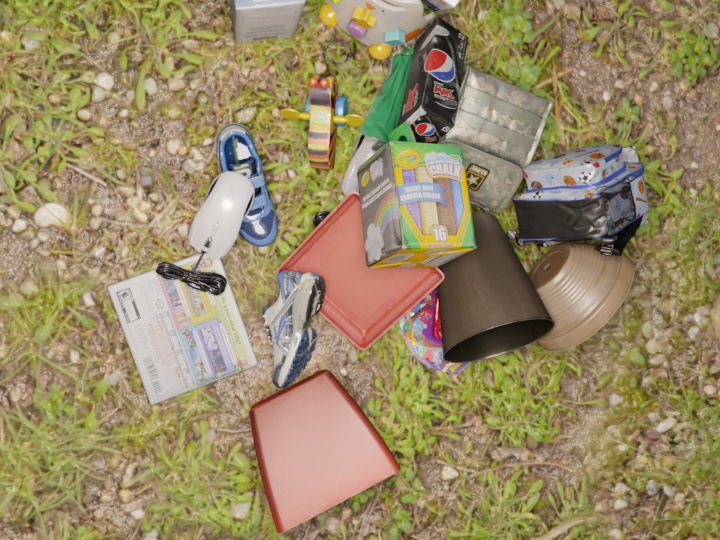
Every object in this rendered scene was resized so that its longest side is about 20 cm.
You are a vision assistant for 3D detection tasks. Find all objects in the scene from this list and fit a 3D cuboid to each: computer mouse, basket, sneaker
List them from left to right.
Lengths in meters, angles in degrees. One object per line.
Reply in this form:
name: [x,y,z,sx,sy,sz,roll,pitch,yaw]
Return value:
computer mouse: [-0.227,-0.057,1.192,0.109,0.044,0.201,25,107,-9]
sneaker: [-0.181,-0.133,1.225,0.073,0.082,0.202,-19,98,-10]
sneaker: [-0.117,0.090,1.257,0.085,0.077,0.202,20,105,20]
computer mouse: [0.007,-0.147,1.267,0.109,0.044,0.202,21,89,-10]
basket: [0.190,0.022,1.238,0.179,0.136,0.202,-22,63,17]

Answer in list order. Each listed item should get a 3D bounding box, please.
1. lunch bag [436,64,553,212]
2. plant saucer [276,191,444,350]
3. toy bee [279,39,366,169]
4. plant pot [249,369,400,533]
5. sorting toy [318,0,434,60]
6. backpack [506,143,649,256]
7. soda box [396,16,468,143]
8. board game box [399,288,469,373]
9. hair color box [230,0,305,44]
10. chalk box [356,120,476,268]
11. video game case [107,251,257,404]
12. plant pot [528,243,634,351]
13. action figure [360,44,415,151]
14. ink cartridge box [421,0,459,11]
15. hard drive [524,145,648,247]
lunch bag: [0.193,-0.207,1.269,0.163,0.118,0.202,19,96,-13]
plant saucer: [0.000,0.000,1.249,0.200,0.037,0.200,42,115,-9]
toy bee: [-0.065,-0.261,1.222,0.130,0.109,0.202,-15,92,10]
plant pot: [-0.073,0.261,1.215,0.199,0.200,0.178,-25,87,-7]
sorting toy: [0.021,-0.416,1.195,0.199,0.180,0.107,31,88,-9]
backpack: [0.352,-0.117,1.226,0.189,0.199,0.156,-17,108,-39]
soda box: [0.113,-0.292,1.207,0.063,0.071,0.201,26,55,-21]
board game box: [0.167,0.077,1.314,0.200,0.039,0.158,-41,98,-5]
hair color box: [-0.141,-0.393,1.158,0.098,0.200,0.061,-9,94,-9]
chalk box: [0.076,-0.114,1.145,0.123,0.124,0.202,1,77,-25]
video game case: [-0.282,0.088,1.249,0.181,0.022,0.202,-20,95,-8]
plant pot: [0.330,0.024,1.257,0.093,0.201,0.201,39,86,-12]
action figure: [0.066,-0.277,1.251,0.117,0.055,0.202,23,67,-24]
ink cartridge box: [0.057,-0.465,1.189,0.199,0.198,0.047,32,104,-11]
hard drive: [0.389,-0.128,1.345,0.198,0.038,0.141,-12,95,-10]
